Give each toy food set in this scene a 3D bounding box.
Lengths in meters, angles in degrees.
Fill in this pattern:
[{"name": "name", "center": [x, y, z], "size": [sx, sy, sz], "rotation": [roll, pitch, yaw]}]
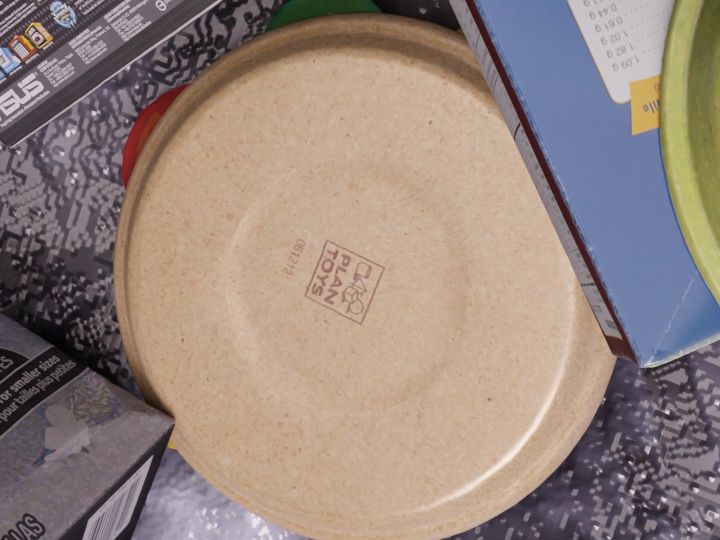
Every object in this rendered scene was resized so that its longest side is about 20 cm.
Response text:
[{"name": "toy food set", "center": [0.000, 0.000, 0.802], "size": [0.197, 0.049, 0.201], "rotation": [9, 99, 16]}]

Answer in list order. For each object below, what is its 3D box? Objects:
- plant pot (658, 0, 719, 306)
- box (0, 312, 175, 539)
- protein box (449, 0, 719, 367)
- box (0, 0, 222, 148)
[{"name": "plant pot", "center": [0.179, -0.045, 0.522], "size": [0.200, 0.184, 0.201], "rotation": [0, 90, 3]}, {"name": "box", "center": [-0.174, 0.114, 0.770], "size": [0.115, 0.200, 0.132], "rotation": [30, 127, 10]}, {"name": "protein box", "center": [0.130, -0.100, 0.684], "size": [0.198, 0.135, 0.201], "rotation": [-25, 89, 3]}, {"name": "box", "center": [-0.111, -0.146, 0.752], "size": [0.160, 0.044, 0.200], "rotation": [49, 137, -12]}]
